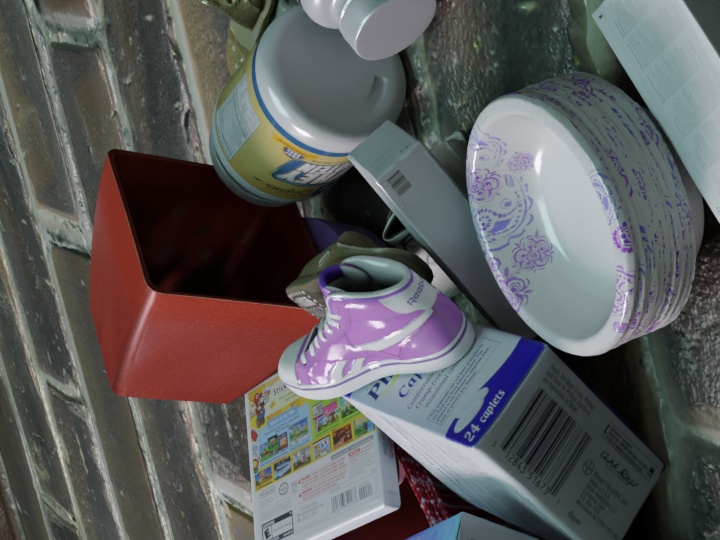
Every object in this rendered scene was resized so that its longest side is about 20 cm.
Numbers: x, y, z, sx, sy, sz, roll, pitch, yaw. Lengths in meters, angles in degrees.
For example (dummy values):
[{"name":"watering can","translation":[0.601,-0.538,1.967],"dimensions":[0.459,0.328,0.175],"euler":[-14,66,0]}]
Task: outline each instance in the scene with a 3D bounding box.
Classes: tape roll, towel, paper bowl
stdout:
[{"name":"tape roll","translation":[-0.044,0.048,1.459],"dimensions":[0.200,0.066,0.201],"euler":[-13,73,50]},{"name":"towel","translation":[0.086,0.196,1.342],"dimensions":[0.022,0.145,0.200],"euler":[-37,61,19]},{"name":"paper bowl","translation":[0.172,-0.046,1.047],"dimensions":[0.201,0.104,0.201],"euler":[49,151,41]}]

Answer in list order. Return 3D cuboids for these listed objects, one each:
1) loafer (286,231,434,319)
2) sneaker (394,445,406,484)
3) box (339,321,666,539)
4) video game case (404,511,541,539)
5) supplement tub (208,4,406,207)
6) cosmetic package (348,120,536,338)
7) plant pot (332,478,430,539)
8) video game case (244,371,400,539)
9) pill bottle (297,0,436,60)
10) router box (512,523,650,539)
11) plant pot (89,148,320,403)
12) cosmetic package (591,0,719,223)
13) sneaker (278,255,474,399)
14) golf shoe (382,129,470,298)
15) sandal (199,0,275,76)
[{"name":"loafer","translation":[0.000,0.000,1.248],"dimensions":[0.076,0.068,0.200],"euler":[35,159,-25]},{"name":"sneaker","translation":[0.044,0.173,1.407],"dimensions":[0.201,0.108,0.067],"euler":[179,88,-76]},{"name":"box","translation":[0.117,0.132,1.188],"dimensions":[0.184,0.105,0.200],"euler":[44,164,-30]},{"name":"video game case","translation":[0.117,0.268,1.192],"dimensions":[0.200,0.181,0.046],"euler":[137,150,-59]},{"name":"supplement tub","translation":[-0.057,-0.150,1.353],"dimensions":[0.145,0.144,0.200],"euler":[66,152,7]},{"name":"cosmetic package","translation":[0.078,-0.030,1.171],"dimensions":[0.200,0.051,0.083],"euler":[48,178,-25]},{"name":"plant pot","translation":[0.044,0.346,1.408],"dimensions":[0.176,0.199,0.200],"euler":[21,126,63]},{"name":"video game case","translation":[-0.041,0.166,1.354],"dimensions":[0.200,0.023,0.182],"euler":[-33,54,43]},{"name":"pill bottle","translation":[-0.021,-0.282,1.236],"dimensions":[0.200,0.111,0.111],"euler":[56,149,22]},{"name":"router box","translation":[0.223,0.304,1.254],"dimensions":[0.200,0.051,0.150],"euler":[8,113,59]},{"name":"plant pot","translation":[-0.169,0.023,1.412],"dimensions":[0.176,0.200,0.200],"euler":[-59,38,33]},{"name":"cosmetic package","translation":[0.239,-0.118,0.950],"dimensions":[0.200,0.051,0.083],"euler":[62,148,14]},{"name":"sneaker","translation":[-0.014,0.038,1.170],"dimensions":[0.200,0.073,0.114],"euler":[-20,129,39]},{"name":"golf shoe","translation":[0.053,-0.037,1.285],"dimensions":[0.078,0.097,0.200],"euler":[48,146,32]},{"name":"sandal","translation":[-0.136,-0.278,1.486],"dimensions":[0.078,0.070,0.212],"euler":[48,145,35]}]
